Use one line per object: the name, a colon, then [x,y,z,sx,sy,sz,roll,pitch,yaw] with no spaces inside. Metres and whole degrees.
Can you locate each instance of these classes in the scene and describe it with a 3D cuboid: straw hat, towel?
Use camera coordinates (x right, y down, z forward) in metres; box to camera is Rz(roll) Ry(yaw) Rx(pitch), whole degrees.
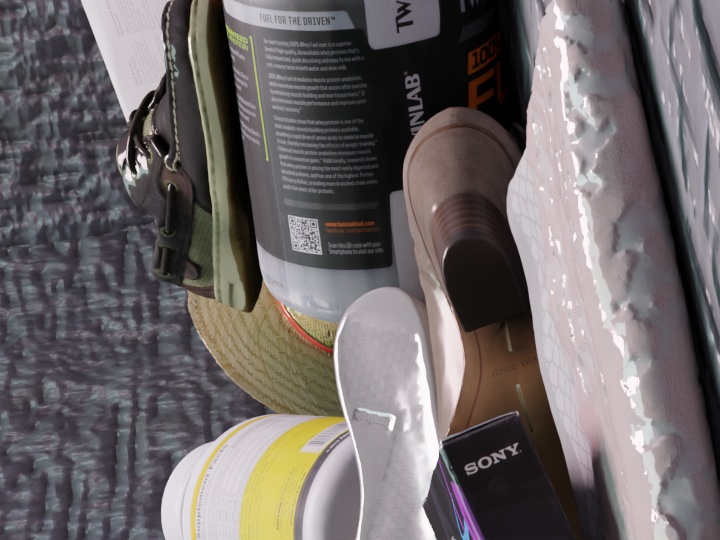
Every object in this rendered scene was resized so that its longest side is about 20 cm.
straw hat: [-0.007,0.005,1.701,0.085,0.200,0.201,-57,30,34]
towel: [0.085,0.026,0.945,0.191,0.032,0.201,93,167,-73]

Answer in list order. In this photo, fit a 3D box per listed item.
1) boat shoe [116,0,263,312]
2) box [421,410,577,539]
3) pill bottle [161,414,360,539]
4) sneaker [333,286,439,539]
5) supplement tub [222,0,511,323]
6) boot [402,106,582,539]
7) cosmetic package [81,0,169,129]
boat shoe: [-0.083,-0.051,1.303,0.201,0.066,0.072,84,-169,-53]
box: [0.078,0.156,0.982,0.143,0.036,0.201,97,148,-77]
pill bottle: [-0.025,0.132,1.463,0.200,0.112,0.112,-3,96,60]
sneaker: [0.046,0.111,1.187,0.099,0.071,0.201,22,-125,-49]
supplement tub: [0.004,-0.088,1.233,0.123,0.122,0.201,-107,9,-67]
boot: [0.062,0.031,1.147,0.146,0.070,0.201,-84,-15,-70]
cosmetic package: [-0.086,-0.119,1.406,0.051,0.082,0.201,-47,-56,-53]
